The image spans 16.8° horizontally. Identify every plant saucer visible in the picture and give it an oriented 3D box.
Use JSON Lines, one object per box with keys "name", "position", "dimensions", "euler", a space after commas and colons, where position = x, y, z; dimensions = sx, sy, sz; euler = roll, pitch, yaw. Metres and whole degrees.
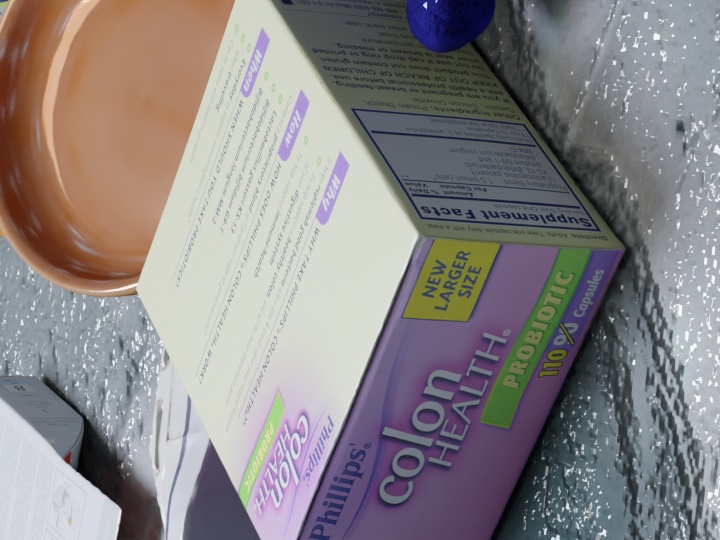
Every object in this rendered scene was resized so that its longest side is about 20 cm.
{"name": "plant saucer", "position": [-0.109, -0.085, 1.205], "dimensions": [0.200, 0.037, 0.201], "euler": [-7, 79, 37]}

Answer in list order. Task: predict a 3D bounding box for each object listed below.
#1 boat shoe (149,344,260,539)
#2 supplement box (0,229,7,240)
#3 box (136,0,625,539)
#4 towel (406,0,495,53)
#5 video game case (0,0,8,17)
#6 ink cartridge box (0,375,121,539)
{"name": "boat shoe", "position": [-0.070, 0.087, 1.178], "dimensions": [0.070, 0.071, 0.200], "euler": [-27, 61, 56]}
{"name": "supplement box", "position": [-0.169, -0.118, 1.379], "dimensions": [0.067, 0.069, 0.200], "euler": [30, 111, 56]}
{"name": "box", "position": [0.000, 0.000, 1.033], "dimensions": [0.200, 0.097, 0.176], "euler": [59, 136, 46]}
{"name": "towel", "position": [0.028, -0.207, 0.978], "dimensions": [0.148, 0.049, 0.200], "euler": [-111, 13, -49]}
{"name": "video game case", "position": [-0.123, -0.125, 1.264], "dimensions": [0.200, 0.025, 0.181], "euler": [-4, 84, 38]}
{"name": "ink cartridge box", "position": [-0.178, 0.168, 1.401], "dimensions": [0.200, 0.047, 0.160], "euler": [31, 114, 52]}
